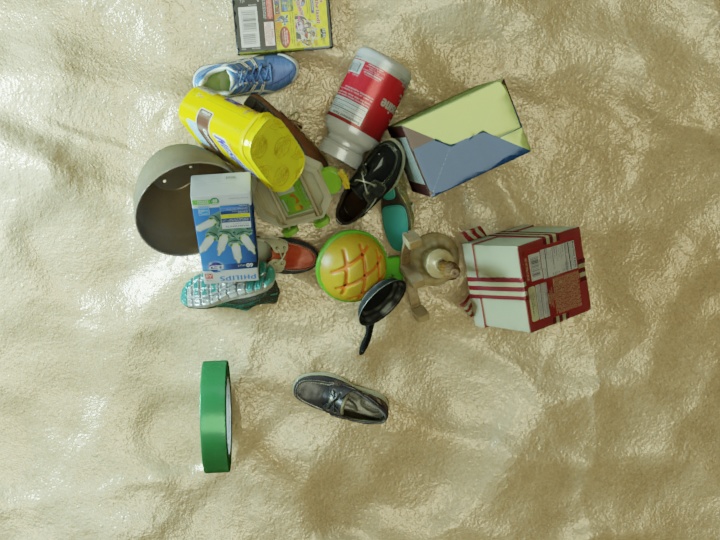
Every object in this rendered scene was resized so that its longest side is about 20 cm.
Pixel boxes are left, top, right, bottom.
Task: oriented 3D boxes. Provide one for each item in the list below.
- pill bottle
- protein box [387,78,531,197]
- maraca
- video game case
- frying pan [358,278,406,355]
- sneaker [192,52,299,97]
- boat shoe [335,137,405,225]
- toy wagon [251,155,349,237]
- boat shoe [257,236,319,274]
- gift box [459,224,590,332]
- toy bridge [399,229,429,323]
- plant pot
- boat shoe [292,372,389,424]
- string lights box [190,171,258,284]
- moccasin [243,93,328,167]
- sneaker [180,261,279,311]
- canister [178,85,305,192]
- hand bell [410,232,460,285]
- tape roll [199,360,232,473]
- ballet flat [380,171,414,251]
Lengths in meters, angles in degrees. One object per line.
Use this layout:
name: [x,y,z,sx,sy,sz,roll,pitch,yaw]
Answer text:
pill bottle: [0.004,-0.293,1.573,0.111,0.112,0.202,26,95,-9]
protein box: [0.171,-0.238,1.554,0.196,0.200,0.137,-24,100,-2]
maraca: [0.000,0.000,1.624,0.198,0.107,0.139,26,99,-36]
video game case: [-0.146,-0.502,1.571,0.177,0.026,0.204,-5,98,-5]
frying pan: [0.037,0.078,1.641,0.114,0.191,0.031,-32,63,-21]
sneaker: [-0.206,-0.344,1.556,0.196,0.077,0.077,-13,110,-2]
boat shoe: [0.017,-0.156,1.563,0.072,0.067,0.200,45,132,6]
toy wagon: [-0.108,-0.148,1.576,0.197,0.040,0.157,-14,120,20]
boat shoe: [-0.173,-0.032,1.618,0.196,0.063,0.073,10,95,-9]
gift box: [0.290,0.007,1.603,0.197,0.186,0.188,-10,97,-29]
toy bridge: [0.099,0.008,1.633,0.027,0.067,0.202,-19,129,-13]
plant pot: [-0.317,-0.146,1.536,0.197,0.135,0.203,-16,136,-17]
boat shoe: [-0.036,0.252,1.672,0.197,0.065,0.073,19,98,-8]
string lights box: [-0.233,-0.071,1.496,0.101,0.060,0.202,-4,134,-5]
moccasin: [-0.134,-0.247,1.587,0.200,0.078,0.074,39,124,-14]
sneaker: [-0.241,0.048,1.617,0.196,0.092,0.079,-8,55,15]
canister: [-0.207,-0.230,1.484,0.198,0.149,0.087,29,77,34]
hand bell: [0.155,-0.007,1.587,0.102,0.200,0.106,-1,99,-7]
tape roll: [-0.264,0.268,1.581,0.047,0.200,0.205,-2,99,-5]
ballet flat: [0.069,-0.137,1.628,0.070,0.071,0.203,-18,111,-3]
